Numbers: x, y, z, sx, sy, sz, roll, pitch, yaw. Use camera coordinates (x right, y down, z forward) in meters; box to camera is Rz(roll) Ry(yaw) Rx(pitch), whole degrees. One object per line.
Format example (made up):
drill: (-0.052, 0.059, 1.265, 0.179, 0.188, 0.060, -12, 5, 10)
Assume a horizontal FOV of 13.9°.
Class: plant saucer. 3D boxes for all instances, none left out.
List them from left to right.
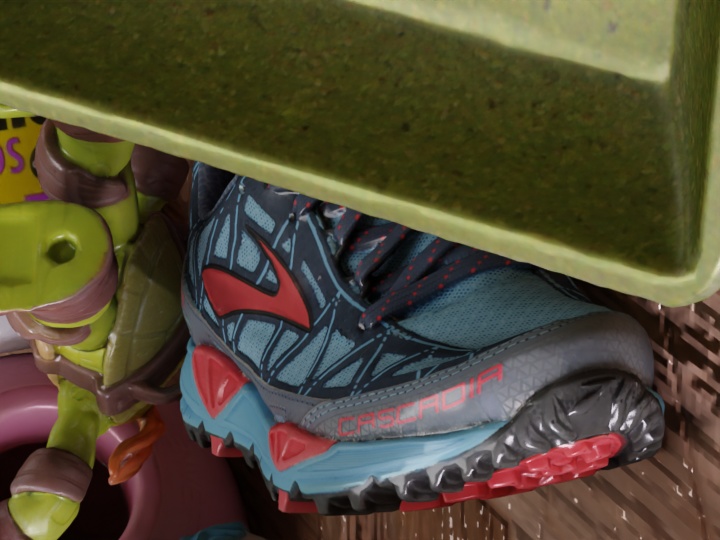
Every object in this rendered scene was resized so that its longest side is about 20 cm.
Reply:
plant saucer: (-0.003, -0.113, 0.571, 0.199, 0.048, 0.200, 17, 123, 25)

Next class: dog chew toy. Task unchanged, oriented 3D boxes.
dog chew toy: (-0.100, 0.110, 0.914, 0.200, 0.124, 0.125, 103, 147, -59)

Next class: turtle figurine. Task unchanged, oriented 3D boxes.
turtle figurine: (-0.072, 0.015, 0.770, 0.161, 0.064, 0.201, 83, -153, -66)

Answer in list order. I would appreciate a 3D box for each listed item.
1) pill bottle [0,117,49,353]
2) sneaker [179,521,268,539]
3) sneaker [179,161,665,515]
pill bottle: (-0.129, -0.075, 0.899, 0.104, 0.104, 0.201, 177, 82, -67)
sneaker: (-0.011, 0.164, 0.796, 0.081, 0.076, 0.201, 8, 115, 59)
sneaker: (0.000, 0.000, 0.672, 0.200, 0.079, 0.096, -169, 71, -65)
